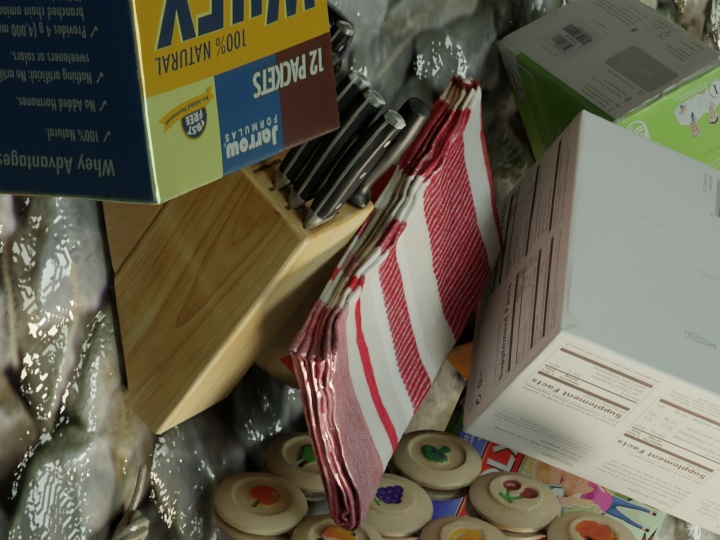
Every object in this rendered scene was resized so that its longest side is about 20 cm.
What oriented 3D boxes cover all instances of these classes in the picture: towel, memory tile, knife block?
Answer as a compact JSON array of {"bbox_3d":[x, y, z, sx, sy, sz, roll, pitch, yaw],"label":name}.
[{"bbox_3d":[0.025,0.016,1.528,0.200,0.023,0.144,-60,154,-33],"label":"towel"},{"bbox_3d":[0.035,0.133,1.561,0.153,0.199,0.017,-36,145,-48],"label":"memory tile"},{"bbox_3d":[-0.038,-0.019,1.450,0.064,0.175,0.201,-26,115,-51],"label":"knife block"}]

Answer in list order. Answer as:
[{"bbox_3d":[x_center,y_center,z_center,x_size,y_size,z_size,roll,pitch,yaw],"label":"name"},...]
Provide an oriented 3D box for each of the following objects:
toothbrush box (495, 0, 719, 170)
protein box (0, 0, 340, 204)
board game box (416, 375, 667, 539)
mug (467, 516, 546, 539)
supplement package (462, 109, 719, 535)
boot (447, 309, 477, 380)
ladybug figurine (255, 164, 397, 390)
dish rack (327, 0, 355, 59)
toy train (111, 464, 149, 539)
[{"bbox_3d":[0.173,-0.049,1.774,0.086,0.146,0.201,-30,124,-11],"label":"toothbrush box"},{"bbox_3d":[-0.134,-0.145,1.273,0.135,0.198,0.201,-26,115,-52],"label":"protein box"},{"bbox_3d":[0.094,0.147,1.679,0.134,0.029,0.201,23,92,-17],"label":"board game box"},{"bbox_3d":[0.091,0.239,1.604,0.199,0.134,0.178,10,120,-18],"label":"mug"},{"bbox_3d":[0.173,0.035,1.625,0.199,0.111,0.156,23,49,-17],"label":"supplement package"},{"bbox_3d":[0.105,0.096,1.749,0.155,0.200,0.077,36,33,-15],"label":"boot"},{"bbox_3d":[0.000,0.000,1.601,0.200,0.072,0.136,10,85,-56],"label":"ladybug figurine"},{"bbox_3d":[-0.043,-0.222,1.532,0.153,0.054,0.201,39,61,-52],"label":"dish rack"},{"bbox_3d":[-0.099,0.183,1.432,0.085,0.115,0.201,50,53,-46],"label":"toy train"}]
